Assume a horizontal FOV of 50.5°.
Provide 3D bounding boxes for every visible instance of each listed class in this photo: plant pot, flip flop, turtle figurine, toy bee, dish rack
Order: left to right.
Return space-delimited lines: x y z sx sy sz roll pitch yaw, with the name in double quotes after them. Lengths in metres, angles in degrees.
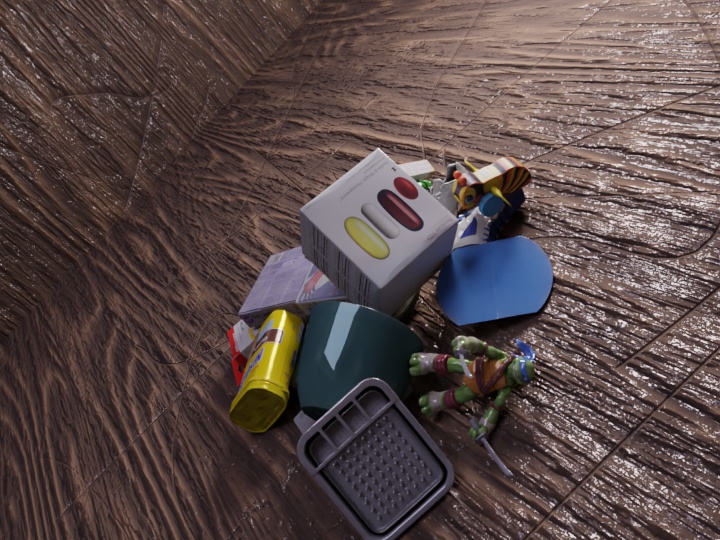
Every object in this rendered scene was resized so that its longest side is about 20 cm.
-0.013 0.169 1.231 0.198 0.200 0.164 -7 55 46 "plant pot"
0.023 0.277 1.118 0.171 0.201 0.044 -41 -4 2 "dish rack"
0.033 0.074 1.464 0.198 0.058 0.082 -33 31 19 "flip flop"
0.147 0.173 1.118 0.192 0.144 0.202 -14 37 47 "turtle figurine"
0.209 -0.140 1.333 0.130 0.109 0.201 27 70 36 "toy bee"

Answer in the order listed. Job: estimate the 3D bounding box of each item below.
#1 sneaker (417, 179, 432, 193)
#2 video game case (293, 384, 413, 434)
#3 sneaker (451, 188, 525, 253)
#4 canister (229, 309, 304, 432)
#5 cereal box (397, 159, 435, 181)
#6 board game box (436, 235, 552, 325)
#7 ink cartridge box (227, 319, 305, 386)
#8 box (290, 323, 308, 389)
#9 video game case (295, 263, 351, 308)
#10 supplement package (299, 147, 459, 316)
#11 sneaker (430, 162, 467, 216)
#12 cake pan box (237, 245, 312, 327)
0.095 -0.133 1.538 0.076 0.087 0.200 14 24 15 "sneaker"
-0.018 0.240 1.353 0.200 0.024 0.182 -46 30 -4 "video game case"
0.230 -0.068 1.397 0.198 0.081 0.116 -35 45 1 "sneaker"
-0.182 0.196 1.513 0.149 0.085 0.202 -51 19 41 "canister"
0.067 -0.167 1.609 0.144 0.040 0.199 -44 -9 28 "cereal box"
0.228 0.025 1.294 0.196 0.039 0.160 -11 51 15 "board game box"
-0.224 0.145 1.678 0.199 0.067 0.116 -42 29 3 "ink cartridge box"
-0.056 0.138 1.460 0.199 0.036 0.146 -34 33 47 "box"
-0.027 -0.024 1.454 0.180 0.023 0.203 -10 50 45 "video game case"
0.029 -0.057 1.311 0.191 0.148 0.200 -40 70 -20 "supplement package"
0.159 -0.130 1.531 0.075 0.092 0.202 4 55 51 "sneaker"
-0.153 0.027 1.629 0.197 0.053 0.186 -15 35 35 "cake pan box"
